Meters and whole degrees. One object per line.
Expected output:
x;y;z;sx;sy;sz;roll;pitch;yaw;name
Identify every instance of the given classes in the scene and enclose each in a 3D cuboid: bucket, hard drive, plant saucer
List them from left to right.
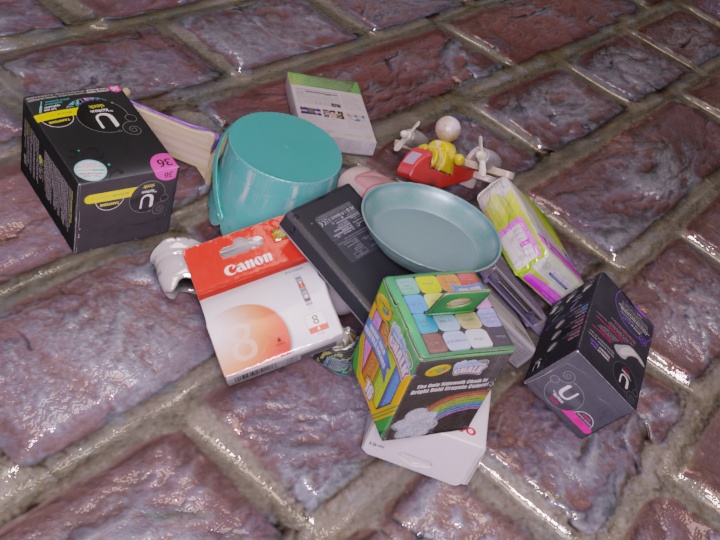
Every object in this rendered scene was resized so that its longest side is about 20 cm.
-0.129;-0.137;1.341;0.205;0.135;0.208;13;39;-11;bucket
0.003;-0.017;1.172;0.200;0.033;0.139;49;43;10;hard drive
0.092;-0.049;1.182;0.198;0.036;0.201;13;36;-10;plant saucer

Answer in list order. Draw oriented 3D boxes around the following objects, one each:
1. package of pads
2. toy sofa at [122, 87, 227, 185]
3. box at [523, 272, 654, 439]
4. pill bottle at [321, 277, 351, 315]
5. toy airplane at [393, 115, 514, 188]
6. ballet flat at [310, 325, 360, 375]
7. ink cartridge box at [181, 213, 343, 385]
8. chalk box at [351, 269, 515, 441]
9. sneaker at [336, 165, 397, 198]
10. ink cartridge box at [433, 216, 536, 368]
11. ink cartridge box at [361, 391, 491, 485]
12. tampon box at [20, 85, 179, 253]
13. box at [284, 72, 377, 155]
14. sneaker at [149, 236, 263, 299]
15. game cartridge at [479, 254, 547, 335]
0.274;-0.043;1.415;0.154;0.068;0.201;36;25;-40;package of pads
-0.304;-0.226;1.394;0.198;0.098;0.083;21;40;1;toy sofa
0.329;0.118;1.253;0.122;0.106;0.200;45;40;-7;box
0.000;0.000;1.263;0.199;0.111;0.111;-13;50;-34;pill bottle
0.158;-0.199;1.529;0.198;0.142;0.199;3;21;-1;toy airplane
-0.084;0.066;1.186;0.199;0.075;0.074;26;40;7;ballet flat
-0.129;0.028;1.138;0.161;0.050;0.201;-20;73;-10;ink cartridge box
0.084;0.082;1.007;0.124;0.201;0.124;-3;46;-25;chalk box
0.039;-0.119;1.413;0.104;0.076;0.200;35;15;34;sneaker
0.165;0.028;1.272;0.200;0.043;0.174;41;18;-40;ink cartridge box
0.093;0.160;1.145;0.143;0.085;0.201;19;41;-2;ink cartridge box
-0.375;-0.149;1.252;0.149;0.127;0.200;-17;53;-36;tampon box
-0.058;-0.291;1.624;0.143;0.036;0.201;5;44;-19;box
-0.189;0.003;1.221;0.198;0.075;0.088;-5;54;-17;sneaker
0.208;0.003;1.321;0.200;0.038;0.130;42;14;-38;game cartridge
